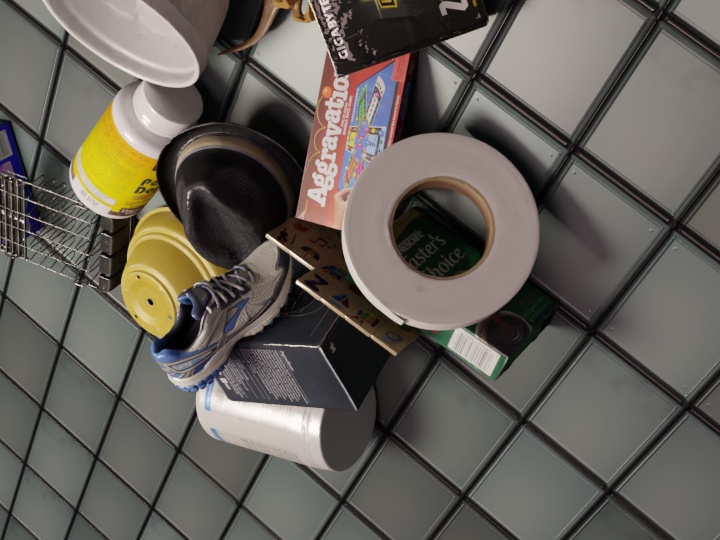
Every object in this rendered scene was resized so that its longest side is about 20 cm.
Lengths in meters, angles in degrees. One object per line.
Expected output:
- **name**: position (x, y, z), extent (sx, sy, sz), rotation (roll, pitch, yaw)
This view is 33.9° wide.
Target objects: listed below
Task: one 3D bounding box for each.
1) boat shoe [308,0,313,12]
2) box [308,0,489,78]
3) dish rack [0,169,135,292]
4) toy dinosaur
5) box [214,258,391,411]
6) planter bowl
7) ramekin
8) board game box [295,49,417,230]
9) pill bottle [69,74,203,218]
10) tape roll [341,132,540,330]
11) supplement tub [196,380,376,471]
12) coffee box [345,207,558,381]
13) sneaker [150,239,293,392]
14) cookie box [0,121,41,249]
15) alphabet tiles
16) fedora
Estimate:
- **boat shoe**: position (-0.022, -0.315, 1.181), extent (0.065, 0.074, 0.200), rotation (-9, 111, 45)
- **box**: position (0.018, -0.305, 1.126), extent (0.159, 0.049, 0.200), rotation (-18, 107, 9)
- **dish rack**: position (-0.410, -0.060, 1.614), extent (0.200, 0.055, 0.154), rotation (20, 127, 10)
- **toy dinosaur**: position (-0.089, -0.298, 1.266), extent (0.106, 0.060, 0.200), rotation (47, 134, 38)
- **box**: position (-0.070, 0.071, 1.386), extent (0.200, 0.149, 0.107), rotation (0, 132, 37)
- **planter bowl**: position (-0.249, 0.025, 1.534), extent (0.200, 0.083, 0.201), rotation (18, 125, 29)
- **ramekin**: position (-0.238, -0.301, 1.283), extent (0.200, 0.105, 0.200), rotation (24, 161, 9)
- **board game box**: position (-0.006, -0.142, 1.257), extent (0.103, 0.019, 0.201), rotation (16, 101, 30)
- **pill bottle**: position (-0.270, -0.155, 1.440), extent (0.109, 0.109, 0.200), rotation (50, 134, 1)
- **tape roll**: position (0.081, -0.039, 1.197), extent (0.203, 0.203, 0.037), rotation (46, 171, 5)
- **supplement tub**: position (-0.095, 0.170, 1.492), extent (0.200, 0.132, 0.132), rotation (11, 122, 32)
- **coffee box**: position (0.097, 0.021, 1.263), extent (0.200, 0.123, 0.044), rotation (35, 134, 17)
- **sneaker**: position (-0.153, 0.041, 1.306), extent (0.077, 0.200, 0.085), rotation (31, 171, 45)
- **cookie box**: position (-0.576, -0.127, 1.710), extent (0.200, 0.075, 0.172), rotation (7, 121, 33)
- **alphabet tiles**: position (0.000, 0.000, 1.290), extent (0.200, 0.167, 0.008), rotation (35, 126, 15)
- **fedora**: position (-0.151, -0.070, 1.366), extent (0.200, 0.092, 0.201), rotation (4, 133, 4)
